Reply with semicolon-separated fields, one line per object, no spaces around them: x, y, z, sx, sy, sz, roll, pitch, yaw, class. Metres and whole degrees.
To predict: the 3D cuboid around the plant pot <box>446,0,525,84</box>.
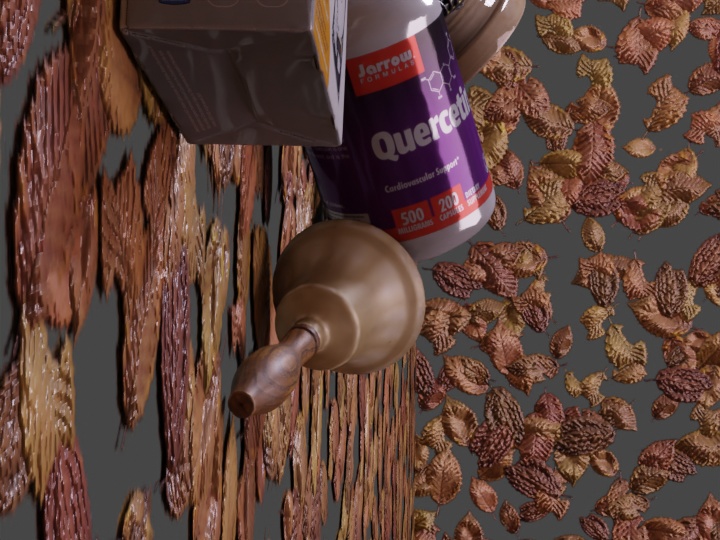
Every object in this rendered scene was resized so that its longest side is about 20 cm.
0.056;-0.237;1.703;0.093;0.200;0.201;46;23;-19;plant pot

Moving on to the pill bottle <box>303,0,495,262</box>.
0.011;-0.111;1.124;0.113;0.112;0.201;-80;153;-65;pill bottle

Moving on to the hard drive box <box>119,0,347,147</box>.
-0.047;-0.171;0.750;0.156;0.076;0.201;73;18;-78;hard drive box

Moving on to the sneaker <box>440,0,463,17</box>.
0.050;-0.240;1.532;0.075;0.106;0.200;56;-7;-11;sneaker

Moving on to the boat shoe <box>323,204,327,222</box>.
0.000;0.000;1.405;0.200;0.070;0.091;-82;168;-72;boat shoe

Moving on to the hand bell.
-0.037;0.046;1.031;0.200;0.103;0.105;-45;137;-65;hand bell
